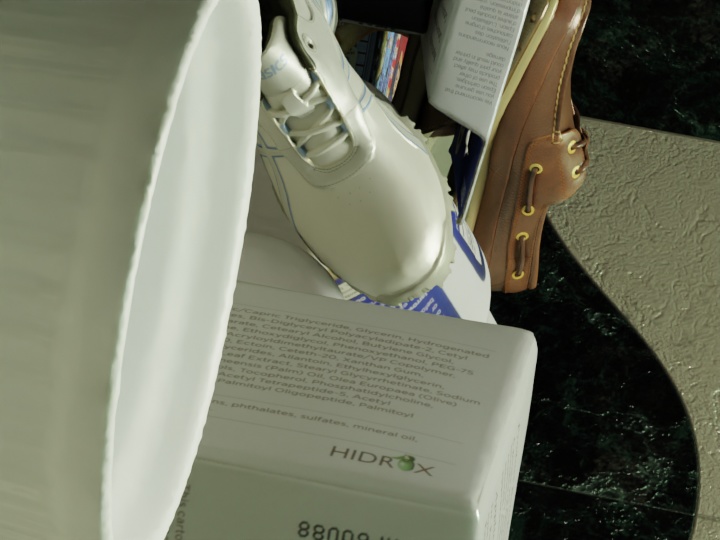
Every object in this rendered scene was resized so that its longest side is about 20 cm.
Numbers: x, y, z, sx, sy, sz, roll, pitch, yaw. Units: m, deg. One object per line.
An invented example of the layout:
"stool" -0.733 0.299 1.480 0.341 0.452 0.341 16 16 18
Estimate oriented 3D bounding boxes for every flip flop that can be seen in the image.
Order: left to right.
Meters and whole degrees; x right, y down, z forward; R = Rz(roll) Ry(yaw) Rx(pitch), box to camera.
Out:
"flip flop" 0.050 -0.093 1.646 0.201 0.057 0.081 -63 161 10

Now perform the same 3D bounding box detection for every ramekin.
"ramekin" -0.100 -0.006 0.950 0.200 0.097 0.202 10 90 -83

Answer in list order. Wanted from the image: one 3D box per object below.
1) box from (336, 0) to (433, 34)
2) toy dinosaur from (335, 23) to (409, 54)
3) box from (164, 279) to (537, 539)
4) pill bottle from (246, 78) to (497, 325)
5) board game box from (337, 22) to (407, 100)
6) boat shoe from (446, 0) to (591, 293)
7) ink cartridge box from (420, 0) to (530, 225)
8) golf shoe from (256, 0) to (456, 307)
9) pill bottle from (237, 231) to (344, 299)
"box" -0.002 -0.232 1.449 0.200 0.104 0.149 90 12 -63
"toy dinosaur" -0.029 -0.112 1.599 0.200 0.060 0.106 -46 157 -32
"box" -0.041 0.128 1.253 0.171 0.199 0.200 -62 162 -64
"pill bottle" 0.000 0.000 1.519 0.200 0.119 0.120 56 40 -50
"board game box" -0.020 -0.085 1.741 0.200 0.061 0.201 48 54 -82
"boat shoe" 0.091 -0.071 1.585 0.072 0.067 0.201 -80 -173 -54
"ink cartridge box" 0.060 -0.141 1.502 0.196 0.043 0.201 -90 -163 -78
"golf shoe" -0.028 -0.073 1.356 0.201 0.078 0.097 60 13 11
"pill bottle" -0.057 0.075 1.435 0.200 0.109 0.110 91 12 -59
